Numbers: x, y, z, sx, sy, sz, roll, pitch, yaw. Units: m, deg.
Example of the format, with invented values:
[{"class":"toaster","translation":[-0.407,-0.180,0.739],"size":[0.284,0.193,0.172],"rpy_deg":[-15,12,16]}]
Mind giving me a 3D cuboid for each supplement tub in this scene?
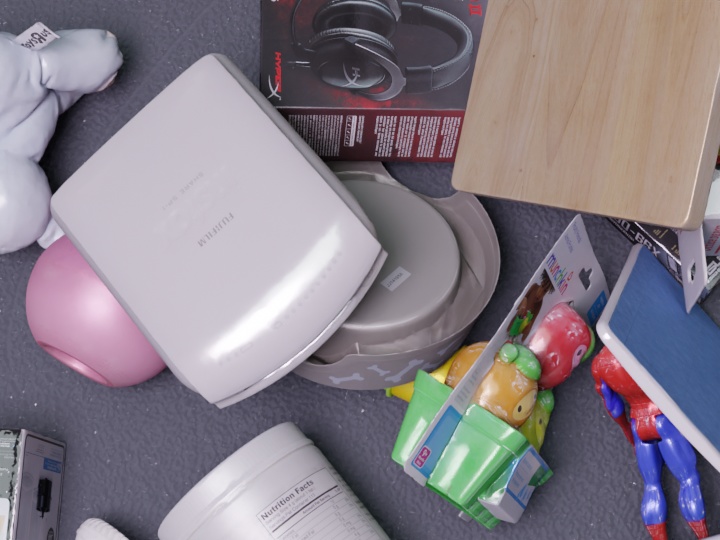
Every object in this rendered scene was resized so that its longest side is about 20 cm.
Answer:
[{"class":"supplement tub","translation":[-0.033,0.222,0.975],"size":[0.132,0.132,0.200],"rpy_deg":[-40,77,-4]}]

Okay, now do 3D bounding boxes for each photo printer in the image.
[{"class":"photo printer","translation":[-0.091,-0.022,0.931],"size":[0.166,0.069,0.200],"rpy_deg":[-41,69,0]}]

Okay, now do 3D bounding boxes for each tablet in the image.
[{"class":"tablet","translation":[0.217,0.056,0.951],"size":[0.014,0.200,0.130],"rpy_deg":[-42,90,25]}]

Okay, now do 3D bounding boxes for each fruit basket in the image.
[{"class":"fruit basket","translation":[0.114,0.078,0.965],"size":[0.093,0.185,0.200],"rpy_deg":[38,84,25]}]

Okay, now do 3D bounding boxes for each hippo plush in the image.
[{"class":"hippo plush","translation":[-0.253,-0.097,1.060],"size":[0.158,0.199,0.163],"rpy_deg":[-7,97,-27]}]

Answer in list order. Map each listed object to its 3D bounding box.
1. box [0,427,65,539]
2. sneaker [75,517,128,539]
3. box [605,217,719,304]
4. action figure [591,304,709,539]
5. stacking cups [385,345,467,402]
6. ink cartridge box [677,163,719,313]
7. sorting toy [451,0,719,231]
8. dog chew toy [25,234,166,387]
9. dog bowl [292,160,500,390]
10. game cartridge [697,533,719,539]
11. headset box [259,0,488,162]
[{"class":"box","translation":[-0.263,0.218,1.007],"size":[0.059,0.117,0.203],"rpy_deg":[2,77,4]},{"class":"sneaker","translation":[-0.170,0.287,1.000],"size":[0.129,0.080,0.200],"rpy_deg":[-39,87,-12]},{"class":"box","translation":[0.267,-0.101,1.055],"size":[0.158,0.050,0.200],"rpy_deg":[43,85,12]},{"class":"action figure","translation":[0.208,0.115,0.983],"size":[0.065,0.052,0.202],"rpy_deg":[-11,103,42]},{"class":"stacking cups","translation":[-0.020,0.045,1.046],"size":[0.198,0.061,0.061],"rpy_deg":[24,81,10]},{"class":"ink cartridge box","translation":[0.254,-0.080,0.966],"size":[0.067,0.116,0.203],"rpy_deg":[-3,78,6]},{"class":"sorting toy","translation":[0.171,-0.135,0.920],"size":[0.198,0.069,0.202],"rpy_deg":[14,92,47]},{"class":"dog chew toy","translation":[-0.162,-0.016,1.048],"size":[0.124,0.125,0.201],"rpy_deg":[26,73,10]},{"class":"dog bowl","translation":[0.000,0.000,1.016],"size":[0.197,0.059,0.202],"rpy_deg":[2,49,-3]},{"class":"game cartridge","translation":[0.229,0.252,0.945],"size":[0.199,0.041,0.135],"rpy_deg":[-25,70,31]},{"class":"headset box","translation":[0.023,-0.162,1.050],"size":[0.197,0.077,0.150],"rpy_deg":[1,64,-3]}]
